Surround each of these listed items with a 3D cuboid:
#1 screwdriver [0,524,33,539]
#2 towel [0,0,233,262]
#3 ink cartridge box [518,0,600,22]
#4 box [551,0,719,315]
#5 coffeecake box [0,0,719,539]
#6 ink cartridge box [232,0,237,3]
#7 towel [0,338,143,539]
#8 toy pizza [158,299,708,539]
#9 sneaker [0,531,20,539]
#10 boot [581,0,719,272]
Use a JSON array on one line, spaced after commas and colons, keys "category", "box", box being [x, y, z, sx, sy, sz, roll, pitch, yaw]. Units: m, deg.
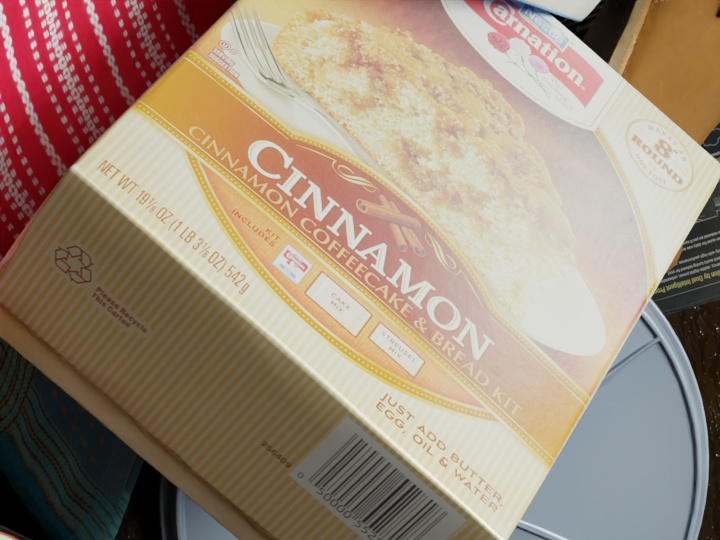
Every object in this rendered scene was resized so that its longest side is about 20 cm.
[{"category": "screwdriver", "box": [-0.155, 0.061, 0.701, 0.200, 0.029, 0.028, 36, 49, -42]}, {"category": "towel", "box": [-0.098, -0.080, 0.678, 0.200, 0.022, 0.145, -53, 139, -48]}, {"category": "ink cartridge box", "box": [0.006, -0.176, 0.736, 0.200, 0.067, 0.116, 50, 20, 22]}, {"category": "box", "box": [0.141, -0.068, 0.972, 0.043, 0.199, 0.161, -9, 81, -58]}, {"category": "coffeecake box", "box": [0.005, -0.011, 0.698, 0.153, 0.073, 0.200, 40, 42, -3]}, {"category": "ink cartridge box", "box": [-0.044, -0.199, 0.853, 0.144, 0.084, 0.201, -20, 92, -27]}, {"category": "towel", "box": [-0.096, -0.020, 0.737, 0.200, 0.022, 0.147, 70, 34, -44]}, {"category": "toy pizza", "box": [0.027, 0.075, 0.823, 0.201, 0.200, 0.032, 57, -2, -18]}, {"category": "sneaker", "box": [-0.159, 0.091, 0.644, 0.200, 0.073, 0.077, 30, 64, -38]}, {"category": "boot", "box": [0.153, -0.091, 0.899, 0.077, 0.155, 0.201, -96, 174, -65]}]
